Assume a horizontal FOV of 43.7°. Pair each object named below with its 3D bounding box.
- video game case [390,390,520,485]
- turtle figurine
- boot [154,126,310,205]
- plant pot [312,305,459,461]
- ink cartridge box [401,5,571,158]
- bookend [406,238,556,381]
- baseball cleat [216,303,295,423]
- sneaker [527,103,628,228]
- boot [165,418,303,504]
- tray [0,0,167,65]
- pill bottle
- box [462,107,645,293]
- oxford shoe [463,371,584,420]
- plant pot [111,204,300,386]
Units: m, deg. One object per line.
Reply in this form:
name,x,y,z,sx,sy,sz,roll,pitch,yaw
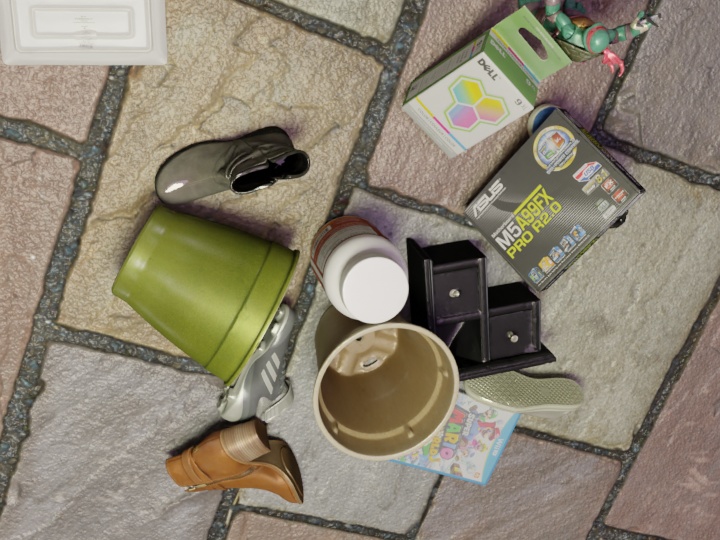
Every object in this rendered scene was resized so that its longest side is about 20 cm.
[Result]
video game case,0.142,0.258,1.429,0.199,0.018,0.144,18,104,-20
turtle figurine,0.281,-0.316,1.143,0.149,0.200,0.101,23,103,-21
boot,-0.168,-0.126,1.141,0.198,0.131,0.068,-22,114,-5
plant pot,0.016,0.129,1.257,0.198,0.184,0.202,-5,111,-12
ink cartridge box,0.161,-0.238,1.162,0.104,0.060,0.199,41,134,-23
bookend,0.177,0.046,1.316,0.198,0.092,0.201,-9,112,-12
baseball cleat,-0.127,0.139,1.297,0.106,0.070,0.201,23,113,-28
sneaker,0.314,-0.144,1.266,0.076,0.111,0.201,-34,114,1
boot,-0.181,0.308,1.339,0.154,0.077,0.200,-24,137,10
tray,-0.337,-0.303,1.092,0.198,0.022,0.108,-3,112,-13
pill bottle,0.000,0.000,1.189,0.111,0.200,0.113,-3,105,-11
box,0.261,-0.094,1.233,0.160,0.044,0.200,49,116,14
oxford shoe,0.253,0.198,1.412,0.198,0.076,0.058,7,145,-15
plant pot,-0.209,0.015,1.167,0.192,0.201,0.201,30,102,-11
